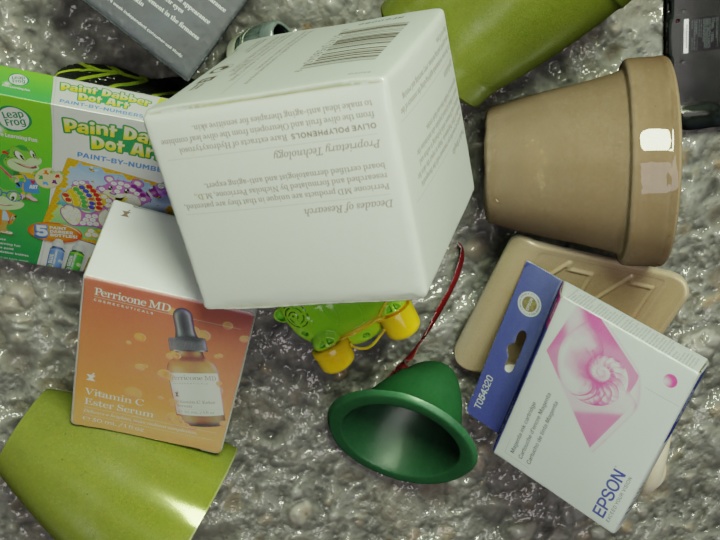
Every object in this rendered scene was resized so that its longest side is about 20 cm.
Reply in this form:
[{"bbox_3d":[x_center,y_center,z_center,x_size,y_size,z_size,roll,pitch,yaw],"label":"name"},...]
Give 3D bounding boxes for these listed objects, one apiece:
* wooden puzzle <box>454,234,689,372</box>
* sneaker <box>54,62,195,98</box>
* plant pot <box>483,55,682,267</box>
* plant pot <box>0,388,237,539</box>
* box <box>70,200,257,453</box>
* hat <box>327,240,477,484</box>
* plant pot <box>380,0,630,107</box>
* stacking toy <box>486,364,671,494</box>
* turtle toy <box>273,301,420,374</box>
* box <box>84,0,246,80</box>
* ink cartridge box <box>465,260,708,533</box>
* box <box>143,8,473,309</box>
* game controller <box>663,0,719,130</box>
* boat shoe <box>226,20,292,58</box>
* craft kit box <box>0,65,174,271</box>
[{"bbox_3d":[0.221,0.048,0.997,0.197,0.047,0.187,15,128,-10],"label":"wooden puzzle"},{"bbox_3d":[-0.188,-0.138,0.873,0.197,0.076,0.077,12,120,-5],"label":"sneaker"},{"bbox_3d":[0.208,-0.104,0.901,0.172,0.201,0.203,0,111,10],"label":"plant pot"},{"bbox_3d":[-0.258,0.212,0.940,0.199,0.187,0.188,32,102,-4],"label":"plant pot"},{"bbox_3d":[-0.180,0.057,0.869,0.150,0.107,0.201,13,131,-7],"label":"box"},{"bbox_3d":[0.075,0.116,1.032,0.165,0.177,0.199,40,139,-21],"label":"hat"},{"bbox_3d":[0.124,-0.259,0.824,0.200,0.201,0.193,39,112,-20],"label":"plant pot"},{"bbox_3d":[0.229,0.145,0.983,0.197,0.146,0.148,10,110,14],"label":"stacking toy"},{"bbox_3d":[0.000,0.000,0.929,0.198,0.101,0.147,-27,107,4],"label":"turtle toy"},{"bbox_3d":[-0.146,-0.290,0.787,0.147,0.104,0.201,37,100,-16],"label":"box"},{"bbox_3d":[0.206,0.123,0.910,0.199,0.043,0.198,30,119,24],"label":"ink cartridge box"},{"bbox_3d":[-0.028,-0.092,0.751,0.197,0.199,0.173,-4,117,21],"label":"box"},{"bbox_3d":[0.362,-0.245,0.944,0.103,0.042,0.203,-4,111,7],"label":"game controller"},{"bbox_3d":[-0.046,-0.146,0.878,0.061,0.073,0.201,-22,113,40],"label":"boat shoe"},{"bbox_3d":[-0.249,-0.080,0.849,0.197,0.049,0.199,9,132,-13],"label":"craft kit box"}]
